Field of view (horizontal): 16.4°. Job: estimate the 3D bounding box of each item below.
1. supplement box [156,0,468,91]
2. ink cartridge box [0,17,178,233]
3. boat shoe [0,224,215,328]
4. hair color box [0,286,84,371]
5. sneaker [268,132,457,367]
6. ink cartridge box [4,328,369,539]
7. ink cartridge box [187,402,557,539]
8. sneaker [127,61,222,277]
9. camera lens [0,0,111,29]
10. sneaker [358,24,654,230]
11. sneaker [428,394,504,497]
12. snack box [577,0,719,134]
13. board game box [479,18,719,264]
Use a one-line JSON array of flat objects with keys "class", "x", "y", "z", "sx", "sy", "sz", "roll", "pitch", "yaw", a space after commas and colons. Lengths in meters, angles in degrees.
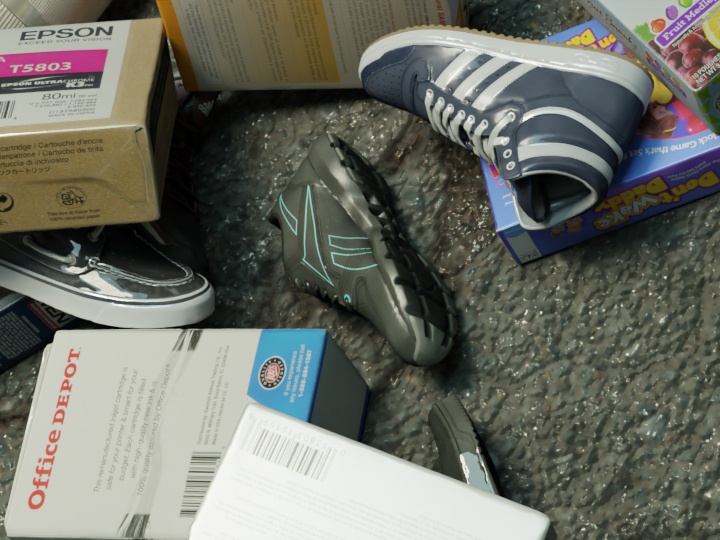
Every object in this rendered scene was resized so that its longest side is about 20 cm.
[{"class": "supplement box", "x": -0.030, "y": -0.186, "z": 1.683, "sx": 0.198, "sy": 0.126, "sz": 0.074, "roll": 0, "pitch": 60, "yaw": 8}, {"class": "ink cartridge box", "x": -0.226, "y": -0.094, "z": 1.638, "sx": 0.198, "sy": 0.076, "sz": 0.165, "roll": -5, "pitch": 31, "yaw": 2}, {"class": "boat shoe", "x": -0.185, "y": -0.018, "z": 1.645, "sx": 0.199, "sy": 0.068, "sz": 0.072, "roll": 18, "pitch": 28, "yaw": 23}, {"class": "hair color box", "x": -0.295, "y": 0.033, "z": 1.744, "sx": 0.199, "sy": 0.061, "sz": 0.100, "roll": -31, "pitch": 54, "yaw": 5}, {"class": "sneaker", "x": 0.000, "y": 0.000, "z": 1.630, "sx": 0.079, "sy": 0.075, "sz": 0.201, "roll": -41, "pitch": 45, "yaw": 14}, {"class": "ink cartridge box", "x": -0.110, "y": 0.119, "z": 1.589, "sx": 0.199, "sy": 0.084, "sz": 0.147, "roll": -1, "pitch": 62, "yaw": 24}, {"class": "ink cartridge box", "x": -0.009, "y": 0.190, "z": 1.445, "sx": 0.199, "sy": 0.044, "sz": 0.175, "roll": 20, "pitch": 73, "yaw": 17}, {"class": "sneaker", "x": -0.131, "y": -0.083, "z": 1.730, "sx": 0.115, "sy": 0.076, "sz": 0.200, "roll": -37, "pitch": 52, "yaw": -3}, {"class": "camera lens", "x": -0.262, "y": -0.221, "z": 1.818, "sx": 0.159, "sy": 0.160, "sz": 0.201, "roll": 27, "pitch": 75, "yaw": 35}, {"class": "sneaker", "x": 0.078, "y": -0.089, "z": 1.579, "sx": 0.199, "sy": 0.070, "sz": 0.109, "roll": 7, "pitch": 62, "yaw": 25}, {"class": "sneaker", "x": 0.048, "y": 0.175, "z": 1.498, "sx": 0.104, "sy": 0.060, "sz": 0.201, "roll": -25, "pitch": 57, "yaw": 4}, {"class": "snack box", "x": 0.215, "y": -0.199, "z": 1.591, "sx": 0.142, "sy": 0.053, "sz": 0.200, "roll": -38, "pitch": 52, "yaw": -2}, {"class": "board game box", "x": 0.173, "y": -0.101, "z": 1.614, "sx": 0.199, "sy": 0.045, "sz": 0.135, "roll": -20, "pitch": 54, "yaw": 13}]
